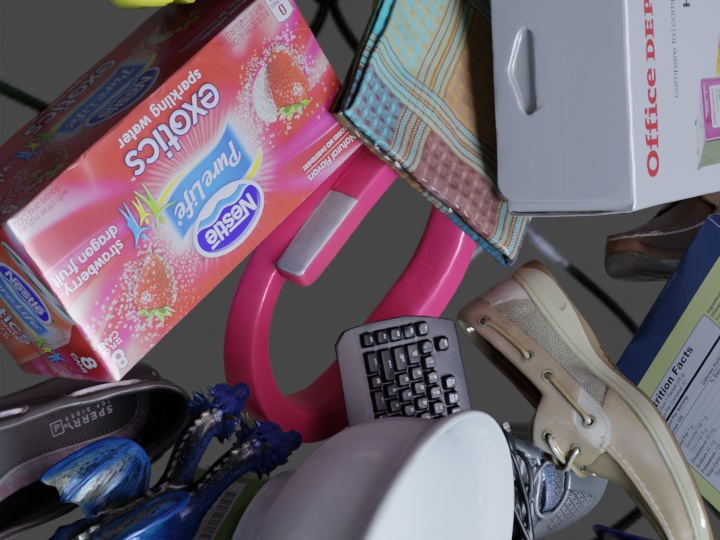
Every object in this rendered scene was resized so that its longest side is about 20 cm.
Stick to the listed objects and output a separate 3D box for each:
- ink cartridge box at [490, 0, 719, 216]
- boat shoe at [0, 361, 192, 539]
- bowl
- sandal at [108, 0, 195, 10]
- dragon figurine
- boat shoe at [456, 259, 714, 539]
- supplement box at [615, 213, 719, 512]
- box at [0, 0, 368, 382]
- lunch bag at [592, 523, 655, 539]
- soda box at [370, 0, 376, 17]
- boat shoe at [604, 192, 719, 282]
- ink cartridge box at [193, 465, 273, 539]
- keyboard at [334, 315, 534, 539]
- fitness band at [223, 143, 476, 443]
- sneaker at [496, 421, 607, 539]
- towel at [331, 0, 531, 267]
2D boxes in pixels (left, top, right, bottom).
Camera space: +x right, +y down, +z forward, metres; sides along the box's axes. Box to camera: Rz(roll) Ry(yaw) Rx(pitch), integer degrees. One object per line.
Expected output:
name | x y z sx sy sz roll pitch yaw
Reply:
ink cartridge box | 0.158 -0.111 1.169 0.200 0.084 0.145 -13 101 -51
boat shoe | -0.169 0.094 1.052 0.200 0.057 0.067 -26 107 -34
bowl | -0.007 0.153 1.041 0.201 0.090 0.202 -45 143 -49
sandal | -0.061 -0.202 1.111 0.200 0.079 0.087 -40 115 -28
dragon figurine | -0.116 0.119 1.027 0.200 0.059 0.100 -22 143 -40
boat shoe | 0.125 0.085 1.216 0.065 0.200 0.072 -30 153 -7
supplement box | 0.287 0.075 1.265 0.200 0.200 0.135 -5 132 -50
box | -0.103 -0.046 1.075 0.200 0.095 0.100 -45 117 -28
lunch bag | 0.180 0.221 1.255 0.199 0.170 0.128 -7 99 -37
soda box | 0.100 -0.113 1.247 0.199 0.068 0.064 13 83 -37
boat shoe | 0.218 -0.035 1.344 0.200 0.076 0.072 -12 95 -46
ink cartridge box | -0.037 0.219 1.145 0.200 0.076 0.148 42 67 -29
keyboard | 0.053 0.120 1.139 0.104 0.040 0.201 -12 92 -32
fitness band | 0.000 0.000 1.161 0.200 0.037 0.144 -51 148 -24
sneaker | 0.072 0.132 1.223 0.199 0.082 0.075 -9 97 -37
towel | 0.067 -0.123 1.153 0.147 0.022 0.201 39 58 -31
